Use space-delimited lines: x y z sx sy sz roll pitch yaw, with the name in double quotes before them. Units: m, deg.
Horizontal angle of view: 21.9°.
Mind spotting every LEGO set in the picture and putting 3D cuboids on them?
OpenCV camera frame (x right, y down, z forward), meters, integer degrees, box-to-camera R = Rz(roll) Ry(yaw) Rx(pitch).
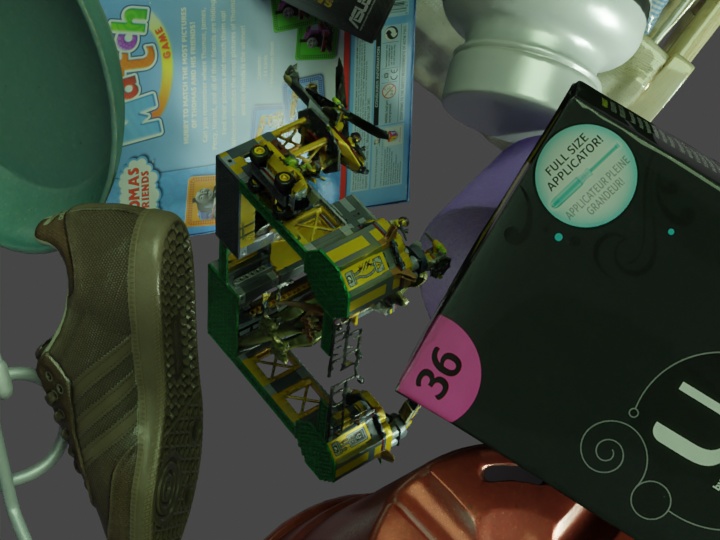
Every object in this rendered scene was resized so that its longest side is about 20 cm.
"LEGO set" 0.000 0.000 0.976 0.115 0.201 0.154 -27 47 -26

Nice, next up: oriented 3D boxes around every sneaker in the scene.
"sneaker" -0.125 0.060 0.945 0.075 0.201 0.070 8 19 15

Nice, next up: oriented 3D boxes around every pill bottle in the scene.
"pill bottle" 0.106 -0.172 0.990 0.111 0.111 0.201 17 79 -10

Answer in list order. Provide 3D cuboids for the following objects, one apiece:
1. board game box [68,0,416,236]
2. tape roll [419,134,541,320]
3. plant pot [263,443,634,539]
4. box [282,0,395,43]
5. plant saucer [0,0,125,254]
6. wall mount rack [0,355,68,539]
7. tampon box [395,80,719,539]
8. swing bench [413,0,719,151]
"board game box" -0.066 -0.097 1.021 0.199 0.152 0.037 -10 30 -22
"tape roll" 0.126 0.027 0.994 0.200 0.200 0.066 44 63 3
"plant pot" 0.043 0.182 0.908 0.199 0.195 0.202 6 67 -15
"box" -0.023 -0.239 0.998 0.158 0.048 0.201 25 60 -3
"plant saucer" -0.184 -0.108 0.958 0.036 0.200 0.200 -30 80 -43
"wall mount rack" -0.221 0.132 0.916 0.199 0.074 0.175 -18 108 -23
"tampon box" 0.141 0.031 0.829 0.199 0.126 0.150 31 102 2
"swing bench" 0.117 -0.183 1.117 0.199 0.130 0.200 38 63 -1
